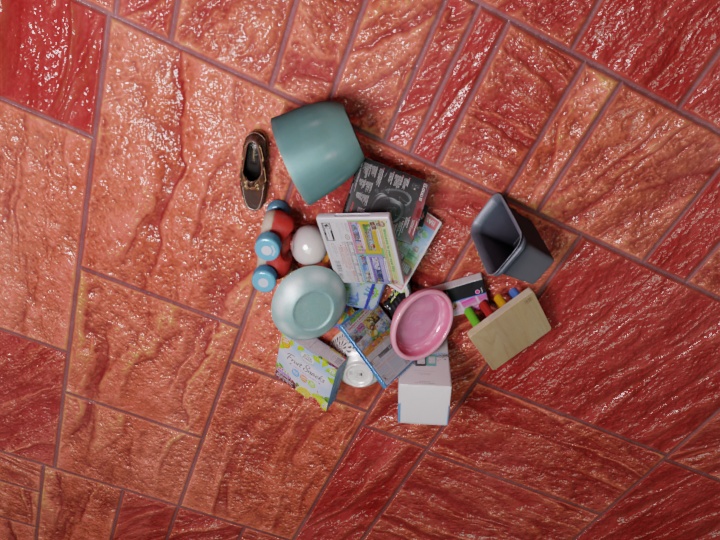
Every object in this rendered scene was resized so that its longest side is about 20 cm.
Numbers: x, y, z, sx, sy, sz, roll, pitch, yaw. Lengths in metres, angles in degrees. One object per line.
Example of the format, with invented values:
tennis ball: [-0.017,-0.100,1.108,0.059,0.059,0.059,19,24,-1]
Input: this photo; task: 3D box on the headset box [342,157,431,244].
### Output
headset box: [0.067,-0.159,1.258,0.194,0.077,0.154,18,94,-9]

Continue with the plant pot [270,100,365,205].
plant pot: [-0.082,-0.270,1.166,0.157,0.203,0.204,-23,120,7]

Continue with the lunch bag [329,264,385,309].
lunch bag: [0.000,0.000,1.398,0.155,0.084,0.204,14,124,-9]

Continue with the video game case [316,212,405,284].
video game case: [0.004,-0.048,1.248,0.176,0.022,0.204,2,133,21]

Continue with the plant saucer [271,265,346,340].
plant saucer: [-0.119,0.090,1.302,0.194,0.039,0.208,-10,118,-19]

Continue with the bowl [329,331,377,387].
bowl: [-0.003,0.275,1.564,0.193,0.095,0.207,1,122,2]

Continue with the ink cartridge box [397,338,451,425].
ink cartridge box: [0.177,0.302,1.505,0.140,0.202,0.151,2,124,4]

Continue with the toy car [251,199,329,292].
toy car: [-0.153,-0.049,1.314,0.193,0.187,0.181,10,124,-5]

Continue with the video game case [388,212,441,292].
video game case: [0.095,-0.069,1.320,0.140,0.017,0.204,31,90,-10]

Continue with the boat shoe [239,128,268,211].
boat shoe: [-0.258,-0.229,1.275,0.068,0.071,0.205,6,124,-1]

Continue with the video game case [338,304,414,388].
video game case: [0.049,0.191,1.427,0.202,0.142,0.018,52,144,7]

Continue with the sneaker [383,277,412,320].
sneaker: [0.101,0.085,1.449,0.080,0.073,0.206,1,122,7]

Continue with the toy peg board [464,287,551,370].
toy peg board: [0.384,0.134,1.439,0.197,0.099,0.200,-37,134,7]

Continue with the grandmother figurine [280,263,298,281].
grandmother figurine: [-0.139,0.061,1.462,0.119,0.062,0.200,-15,128,46]

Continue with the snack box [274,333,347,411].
snack box: [-0.147,0.279,1.547,0.196,0.067,0.173,29,125,17]

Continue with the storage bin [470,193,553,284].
storage bin: [0.361,-0.057,1.275,0.131,0.203,0.147,22,123,-22]

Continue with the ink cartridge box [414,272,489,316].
ink cartridge box: [0.248,0.078,1.458,0.194,0.038,0.097,-16,121,16]

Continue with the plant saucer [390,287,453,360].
plant saucer: [0.155,0.136,1.408,0.195,0.051,0.207,-14,120,-25]

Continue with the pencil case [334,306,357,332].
pencil case: [0.013,0.163,1.486,0.197,0.089,0.089,33,120,-9]
